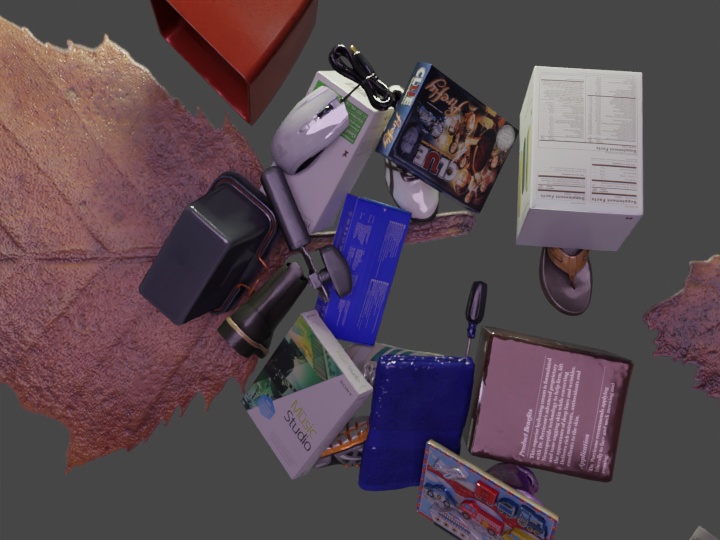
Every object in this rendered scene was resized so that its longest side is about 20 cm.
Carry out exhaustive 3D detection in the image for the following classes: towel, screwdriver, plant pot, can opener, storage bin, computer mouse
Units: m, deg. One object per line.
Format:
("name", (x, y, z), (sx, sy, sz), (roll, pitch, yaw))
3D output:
("towel", (0.076, 0.210, 1.321), (0.144, 0.050, 0.204), (2, 111, -16))
("screwdriver", (0.161, 0.116, 1.396), (0.029, 0.028, 0.205), (4, 85, 40))
("plant pot", (-0.165, -0.361, 1.343), (0.200, 0.200, 0.176), (44, 81, 2))
("can opener", (-0.073, -0.053, 1.316), (0.066, 0.053, 0.203), (-23, 91, -8))
("storage bin", (-0.211, -0.014, 1.330), (0.145, 0.134, 0.201), (39, 115, 5))
("computer mouse", (-0.053, -0.201, 1.268), (0.200, 0.044, 0.110), (-42, 83, 25))

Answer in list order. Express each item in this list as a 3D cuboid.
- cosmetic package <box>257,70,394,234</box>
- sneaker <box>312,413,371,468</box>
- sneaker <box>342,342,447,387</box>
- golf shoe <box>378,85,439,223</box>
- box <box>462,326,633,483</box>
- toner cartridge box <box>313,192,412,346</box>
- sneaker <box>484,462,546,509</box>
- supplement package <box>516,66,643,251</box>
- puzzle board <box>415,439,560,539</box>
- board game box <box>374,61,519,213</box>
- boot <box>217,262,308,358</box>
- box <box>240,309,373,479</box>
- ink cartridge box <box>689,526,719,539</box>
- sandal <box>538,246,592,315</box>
("cosmetic package", (-0.049, -0.167, 1.345), (0.107, 0.085, 0.202), (34, 112, 13))
("sneaker", (0.014, 0.254, 1.386), (0.196, 0.078, 0.078), (-20, 107, 9))
("sneaker", (0.045, 0.145, 1.372), (0.195, 0.093, 0.072), (5, 90, 2))
("golf shoe", (0.065, -0.167, 1.373), (0.076, 0.094, 0.204), (-17, 90, 1))
("box", (0.255, 0.180, 1.327), (0.196, 0.164, 0.170), (12, 91, 3))
("toner cartridge box", (0.000, 0.000, 1.372), (0.093, 0.043, 0.204), (14, 96, -28))
("sneaker", (0.214, 0.308, 1.324), (0.087, 0.200, 0.082), (-29, 96, -15))
("supplement package", (0.297, -0.150, 1.309), (0.147, 0.152, 0.205), (4, 74, 3))
("puzzle board", (0.162, 0.327, 1.269), (0.198, 0.017, 0.153), (28, 134, 25))
("board game box", (0.126, -0.183, 1.340), (0.198, 0.034, 0.138), (26, 91, -38))
("boot", (-0.119, 0.049, 1.328), (0.077, 0.200, 0.139), (43, 91, -4))
("box", (-0.080, 0.176, 1.338), (0.145, 0.036, 0.201), (51, 124, 22))
("ink cartridge box", (0.521, 0.434, 1.337), (0.198, 0.117, 0.068), (36, 91, 2))
("sandal", (0.306, -0.037, 1.380), (0.080, 0.055, 0.205), (7, 89, 1))
